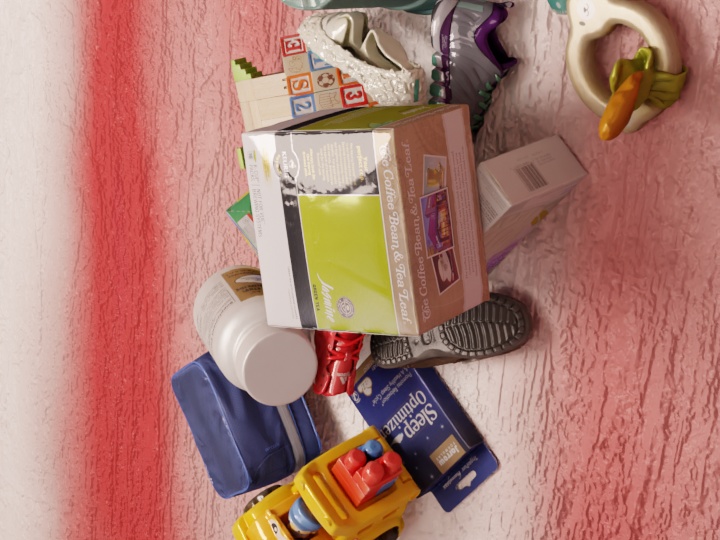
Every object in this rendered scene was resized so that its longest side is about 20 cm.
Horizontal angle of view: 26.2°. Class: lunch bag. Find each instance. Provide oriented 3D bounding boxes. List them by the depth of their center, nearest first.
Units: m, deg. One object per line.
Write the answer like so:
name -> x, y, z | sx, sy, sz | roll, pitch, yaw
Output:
lunch bag -> -0.140, 0.171, 1.951 | 0.136, 0.131, 0.202 | -27, 84, 61

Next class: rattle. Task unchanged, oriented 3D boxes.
rattle -> 0.209, -0.219, 1.492 | 0.201, 0.142, 0.130 | 56, 152, 6

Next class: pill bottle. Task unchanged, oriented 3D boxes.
pill bottle -> -0.119, 0.076, 1.792 | 0.200, 0.113, 0.116 | -135, 43, -63

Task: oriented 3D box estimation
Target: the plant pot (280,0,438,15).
plant pot -> 0.002, -0.355, 1.599 | 0.199, 0.195, 0.203 | 15, 113, 38

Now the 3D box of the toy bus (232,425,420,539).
toy bus -> -0.030, 0.271, 1.799 | 0.136, 0.199, 0.192 | 54, 148, 17

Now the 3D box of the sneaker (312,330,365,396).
sneaker -> -0.008, 0.077, 1.723 | 0.200, 0.077, 0.117 | 118, 153, -69

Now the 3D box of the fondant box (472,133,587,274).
fondant box -> 0.127, -0.047, 1.615 | 0.058, 0.144, 0.200 | 54, 133, 12

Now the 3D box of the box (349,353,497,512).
box -> 0.069, 0.181, 1.824 | 0.201, 0.032, 0.121 | 54, 132, 15

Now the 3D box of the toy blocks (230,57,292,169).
toy blocks -> -0.064, -0.160, 1.809 | 0.135, 0.100, 0.202 | -6, 100, 32

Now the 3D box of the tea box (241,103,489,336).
tea box -> 0.006, -0.053, 1.525 | 0.195, 0.133, 0.202 | 4, 107, 38

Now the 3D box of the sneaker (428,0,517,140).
sneaker -> 0.120, -0.189, 1.631 | 0.087, 0.074, 0.202 | 8, 119, 20

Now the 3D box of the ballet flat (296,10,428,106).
ballet flat -> 0.007, -0.238, 1.647 | 0.200, 0.071, 0.072 | 43, 129, 34

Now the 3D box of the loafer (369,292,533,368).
loafer -> 0.108, 0.068, 1.731 | 0.198, 0.071, 0.074 | -8, 78, 31

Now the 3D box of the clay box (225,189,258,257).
clay box -> -0.086, -0.011, 1.811 | 0.115, 0.047, 0.200 | 49, 175, 20

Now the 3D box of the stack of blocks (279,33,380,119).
stack of blocks -> -0.018, -0.173, 1.701 | 0.059, 0.114, 0.202 | 77, -178, -60
